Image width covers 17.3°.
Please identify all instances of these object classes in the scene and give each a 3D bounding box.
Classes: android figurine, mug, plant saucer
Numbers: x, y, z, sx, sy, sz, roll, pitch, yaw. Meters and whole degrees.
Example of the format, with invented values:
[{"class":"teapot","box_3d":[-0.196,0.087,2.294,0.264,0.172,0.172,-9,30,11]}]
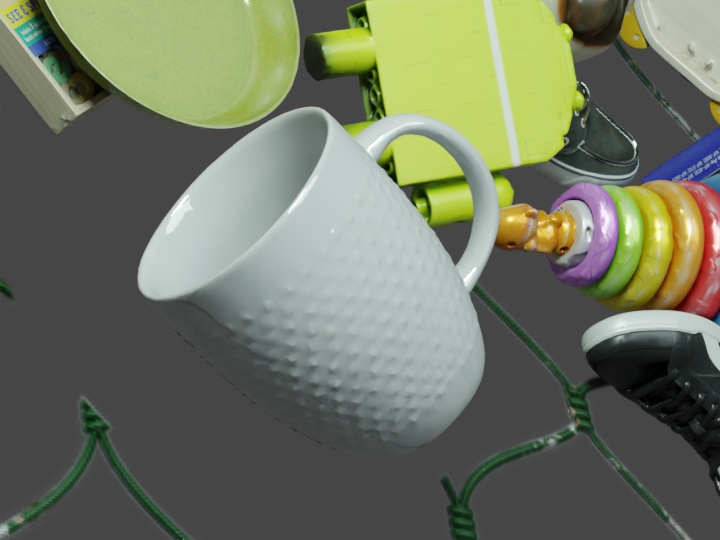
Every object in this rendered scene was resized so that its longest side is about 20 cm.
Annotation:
[{"class":"android figurine","box_3d":[0.061,-0.122,1.550,0.199,0.041,0.183,-13,91,-28]},{"class":"mug","box_3d":[0.000,0.000,1.359,0.175,0.148,0.200,46,76,-24]},{"class":"plant saucer","box_3d":[-0.124,-0.167,1.426,0.200,0.031,0.201,24,48,-30]}]

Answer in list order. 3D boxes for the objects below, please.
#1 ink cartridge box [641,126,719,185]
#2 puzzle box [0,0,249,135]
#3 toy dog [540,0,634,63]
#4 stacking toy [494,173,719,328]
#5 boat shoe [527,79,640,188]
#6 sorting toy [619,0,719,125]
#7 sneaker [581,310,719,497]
[{"class":"ink cartridge box","box_3d":[0.281,-0.081,1.741,0.200,0.099,0.039,-14,74,-49]},{"class":"puzzle box","box_3d":[-0.162,-0.178,1.441,0.133,0.025,0.200,51,41,-3]},{"class":"toy dog","box_3d":[0.119,-0.240,1.669,0.194,0.139,0.200,-30,86,-41]},{"class":"stacking toy","box_3d":[0.164,-0.018,1.588,0.199,0.116,0.110,9,59,-32]},{"class":"boat shoe","box_3d":[0.127,-0.113,1.648,0.200,0.057,0.069,24,49,-30]},{"class":"sorting toy","box_3d":[0.301,-0.190,1.840,0.200,0.107,0.180,43,22,14]},{"class":"sneaker","box_3d":[0.237,0.102,1.593,0.200,0.073,0.112,19,50,-36]}]
